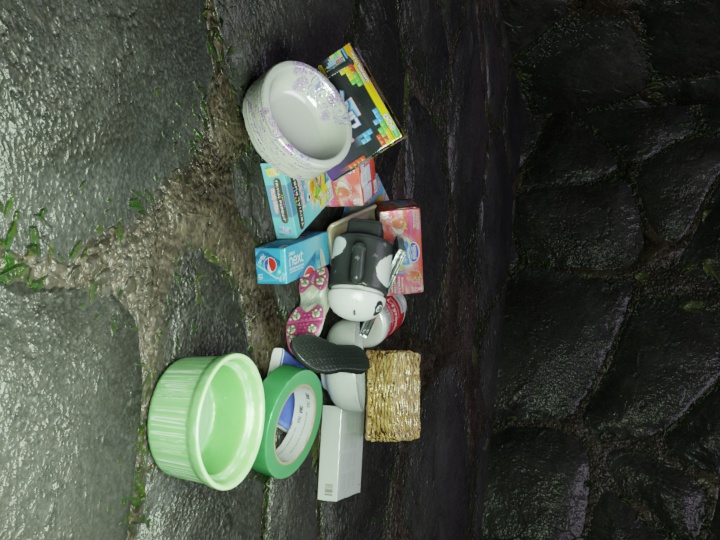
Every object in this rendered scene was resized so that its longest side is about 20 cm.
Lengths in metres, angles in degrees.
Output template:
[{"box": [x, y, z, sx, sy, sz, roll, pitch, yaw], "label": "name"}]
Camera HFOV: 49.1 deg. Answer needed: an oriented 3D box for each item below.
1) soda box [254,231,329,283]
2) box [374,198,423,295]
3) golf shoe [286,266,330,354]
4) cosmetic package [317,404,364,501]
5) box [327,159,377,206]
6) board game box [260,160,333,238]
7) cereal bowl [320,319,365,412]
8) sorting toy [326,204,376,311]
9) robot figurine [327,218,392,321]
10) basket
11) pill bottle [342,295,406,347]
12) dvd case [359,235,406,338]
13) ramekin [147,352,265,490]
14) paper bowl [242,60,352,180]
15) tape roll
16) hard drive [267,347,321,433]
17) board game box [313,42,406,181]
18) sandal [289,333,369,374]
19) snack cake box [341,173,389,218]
[{"box": [-0.126, -0.027, 1.505, 0.200, 0.063, 0.069, -28, 117, -66], "label": "soda box"}, {"box": [0.088, -0.054, 1.796, 0.100, 0.094, 0.202, -105, -170, -71], "label": "box"}, {"box": [-0.094, 0.089, 1.585, 0.092, 0.075, 0.202, 66, 33, -54], "label": "golf shoe"}, {"box": [-0.041, 0.401, 1.761, 0.151, 0.051, 0.202, 20, 72, -66], "label": "cosmetic package"}, {"box": [-0.033, -0.246, 1.674, 0.100, 0.094, 0.202, -50, 136, -59], "label": "box"}, {"box": [-0.118, -0.174, 1.542, 0.200, 0.046, 0.152, -56, 141, -55], "label": "board game box"}, {"box": [-0.040, 0.202, 1.682, 0.200, 0.082, 0.203, -3, 90, -85], "label": "cereal bowl"}, {"box": [-0.006, -0.027, 1.704, 0.185, 0.036, 0.202, -29, 123, -54], "label": "sorting toy"}, {"box": [0.002, 0.001, 1.573, 0.150, 0.124, 0.202, 22, 70, -43], "label": "robot figurine"}, {"box": [0.041, 0.278, 1.753, 0.142, 0.148, 0.202, 11, 78, -58], "label": "basket"}, {"box": [0.041, 0.105, 1.881, 0.200, 0.111, 0.114, -29, 118, -66], "label": "pill bottle"}, {"box": [0.046, 0.032, 1.684, 0.146, 0.022, 0.201, -86, -159, -76], "label": "dvd case"}, {"box": [-0.232, 0.223, 1.190, 0.200, 0.097, 0.202, 1, 90, -69], "label": "ramekin"}, {"box": [-0.119, -0.257, 1.395, 0.199, 0.104, 0.203, 20, 59, -38], "label": "paper bowl"}, {"box": [-0.137, 0.276, 1.442, 0.200, 0.048, 0.203, -36, 131, -56], "label": "tape roll"}, {"box": [-0.133, 0.249, 1.549, 0.200, 0.025, 0.133, 53, 43, -58], "label": "hard drive"}, {"box": [-0.033, -0.297, 1.493, 0.201, 0.164, 0.057, 59, 14, -1], "label": "board game box"}, {"box": [-0.063, 0.174, 1.515, 0.199, 0.048, 0.076, 18, 44, -44], "label": "sandal"}, {"box": [0.008, -0.112, 1.846, 0.115, 0.066, 0.202, 56, 40, -55], "label": "snack cake box"}]
